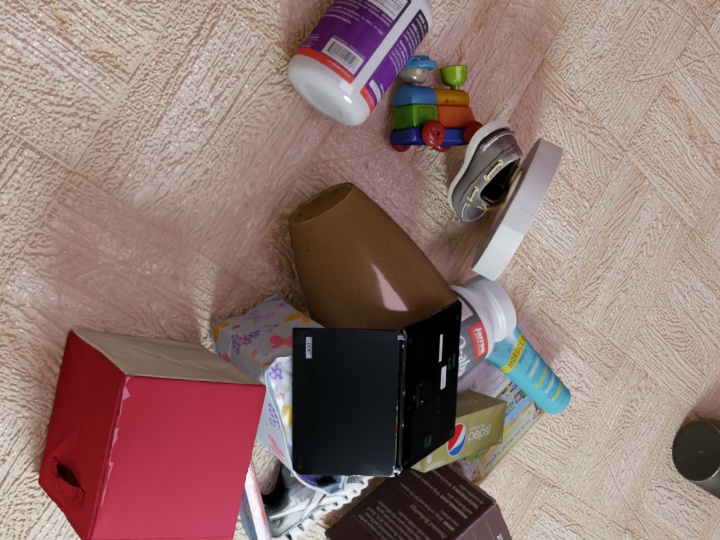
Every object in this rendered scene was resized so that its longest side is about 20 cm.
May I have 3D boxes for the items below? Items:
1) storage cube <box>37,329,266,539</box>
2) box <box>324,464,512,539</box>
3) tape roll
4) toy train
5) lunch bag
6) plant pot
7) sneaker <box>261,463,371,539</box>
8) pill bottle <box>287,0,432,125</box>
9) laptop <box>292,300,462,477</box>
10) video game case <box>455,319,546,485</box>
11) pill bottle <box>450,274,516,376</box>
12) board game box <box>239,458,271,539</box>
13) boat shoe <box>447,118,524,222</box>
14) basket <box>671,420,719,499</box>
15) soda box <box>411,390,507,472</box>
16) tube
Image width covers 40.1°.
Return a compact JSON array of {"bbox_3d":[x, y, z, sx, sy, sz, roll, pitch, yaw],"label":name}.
[{"bbox_3d":[-0.230,0.181,1.088,0.198,0.170,0.182,9,97,-37],"label":"storage cube"},{"bbox_3d":[0.090,0.396,1.380,0.199,0.164,0.167,-37,127,-18],"label":"box"},{"bbox_3d":[0.210,-0.082,1.329,0.037,0.203,0.204,28,86,2],"label":"tape roll"},{"bbox_3d":[0.129,-0.217,1.296,0.198,0.084,0.117,-5,93,-35],"label":"toy train"},{"bbox_3d":[-0.082,0.153,1.189,0.126,0.169,0.202,-22,114,-24],"label":"lunch bag"},{"bbox_3d":[0.000,0.000,1.213,0.186,0.186,0.201,-37,111,-22],"label":"plant pot"},{"bbox_3d":[-0.059,0.274,1.290,0.199,0.067,0.091,-39,111,1],"label":"sneaker"},{"bbox_3d":[0.010,-0.278,1.162,0.112,0.112,0.201,43,77,-37],"label":"pill bottle"},{"bbox_3d":[0.023,0.133,1.135,0.199,0.102,0.180,-21,119,-51],"label":"laptop"},{"bbox_3d":[0.203,0.204,1.498,0.200,0.023,0.183,-40,124,-27],"label":"video game case"},{"bbox_3d":[0.110,0.091,1.345,0.199,0.115,0.117,-30,119,-26],"label":"pill bottle"},{"bbox_3d":[-0.144,0.261,1.218,0.019,0.103,0.202,-17,114,-16],"label":"board game box"},{"bbox_3d":[0.166,-0.115,1.295,0.071,0.060,0.201,-22,156,-20],"label":"boat shoe"},{"bbox_3d":[0.687,0.356,1.845,0.198,0.136,0.182,18,89,-35],"label":"basket"},{"bbox_3d":[0.121,0.216,1.347,0.199,0.067,0.065,-6,105,-51],"label":"soda box"},{"bbox_3d":[0.247,0.145,1.481,0.200,0.050,0.078,44,59,-34],"label":"tube"}]
